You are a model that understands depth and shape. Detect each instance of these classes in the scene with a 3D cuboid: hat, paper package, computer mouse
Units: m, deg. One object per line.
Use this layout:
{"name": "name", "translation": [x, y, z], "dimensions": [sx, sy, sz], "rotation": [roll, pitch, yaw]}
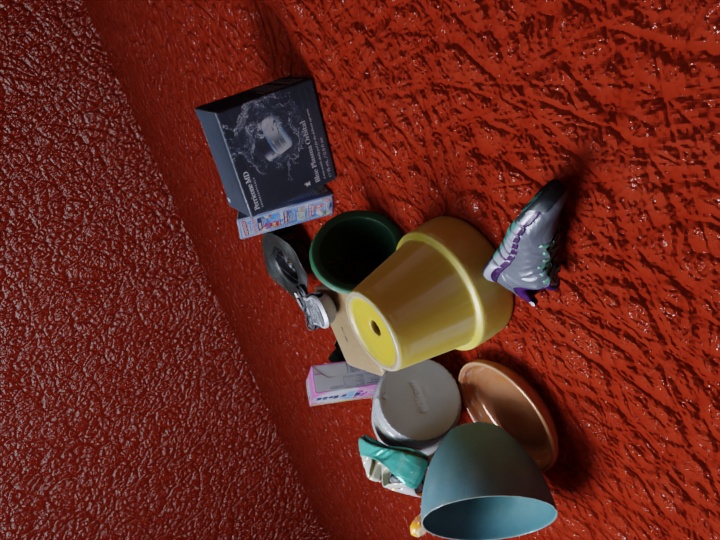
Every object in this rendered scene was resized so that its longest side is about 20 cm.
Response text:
{"name": "hat", "translation": [-0.173, -0.026, 1.352], "dimensions": [0.200, 0.081, 0.202], "rotation": [34, 144, 29]}
{"name": "paper package", "translation": [0.014, 0.102, 1.091], "dimensions": [0.190, 0.103, 0.201], "rotation": [-1, 114, 63]}
{"name": "computer mouse", "translation": [-0.086, 0.080, 1.095], "dimensions": [0.200, 0.044, 0.110], "rotation": [-2, 109, 70]}
{"name": "hat", "translation": [0.000, 0.000, 0.974], "dimensions": [0.165, 0.201, 0.177], "rotation": [25, 151, 14]}

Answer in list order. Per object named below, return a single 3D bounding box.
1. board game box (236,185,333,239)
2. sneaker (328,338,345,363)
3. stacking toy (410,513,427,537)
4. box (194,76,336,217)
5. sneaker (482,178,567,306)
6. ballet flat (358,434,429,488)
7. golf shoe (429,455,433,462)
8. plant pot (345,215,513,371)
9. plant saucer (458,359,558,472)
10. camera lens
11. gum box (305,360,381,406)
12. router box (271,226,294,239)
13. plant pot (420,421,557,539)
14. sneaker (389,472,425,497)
{"name": "board game box", "translation": [-0.194, -0.159, 1.112], "dimensions": [0.200, 0.199, 0.062], "rotation": [47, 153, 29]}
{"name": "sneaker", "translation": [-0.014, 0.190, 1.280], "dimensions": [0.060, 0.105, 0.200], "rotation": [34, -178, 28]}
{"name": "stacking toy", "translation": [0.168, 0.432, 1.001], "dimensions": [0.109, 0.199, 0.117], "rotation": [32, 145, 37]}
{"name": "box", "translation": [-0.173, -0.236, 0.990], "dimensions": [0.117, 0.199, 0.198], "rotation": [28, 140, 51]}
{"name": "sneaker", "translation": [0.215, -0.026, 0.618], "dimensions": [0.087, 0.074, 0.200], "rotation": [40, 160, 14]}
{"name": "ballet flat", "translation": [0.042, 0.330, 0.898], "dimensions": [0.067, 0.071, 0.200], "rotation": [32, 159, -20]}
{"name": "golf shoe", "translation": [0.130, 0.384, 1.211], "dimensions": [0.199, 0.075, 0.092], "rotation": [7, 111, 54]}
{"name": "plant pot", "translation": [0.089, 0.047, 0.779], "dimensions": [0.201, 0.188, 0.202], "rotation": [43, 149, 34]}
{"name": "plant saucer", "translation": [0.242, 0.229, 0.852], "dimensions": [0.200, 0.037, 0.201], "rotation": [44, 151, 33]}
{"name": "camera lens", "translation": [0.101, 0.262, 0.986], "dimensions": [0.160, 0.159, 0.200], "rotation": [52, 164, 21]}
{"name": "gum box", "translation": [-0.019, 0.256, 1.215], "dimensions": [0.114, 0.198, 0.067], "rotation": [112, 150, -59]}
{"name": "router box", "translation": [-0.225, -0.171, 1.340], "dimensions": [0.158, 0.052, 0.200], "rotation": [60, 156, 6]}
{"name": "plant pot", "translation": [0.189, 0.320, 0.819], "dimensions": [0.201, 0.198, 0.135], "rotation": [91, 179, -48]}
{"name": "sneaker", "translation": [0.101, 0.393, 1.059], "dimensions": [0.200, 0.078, 0.078], "rotation": [3, -80, -82]}
